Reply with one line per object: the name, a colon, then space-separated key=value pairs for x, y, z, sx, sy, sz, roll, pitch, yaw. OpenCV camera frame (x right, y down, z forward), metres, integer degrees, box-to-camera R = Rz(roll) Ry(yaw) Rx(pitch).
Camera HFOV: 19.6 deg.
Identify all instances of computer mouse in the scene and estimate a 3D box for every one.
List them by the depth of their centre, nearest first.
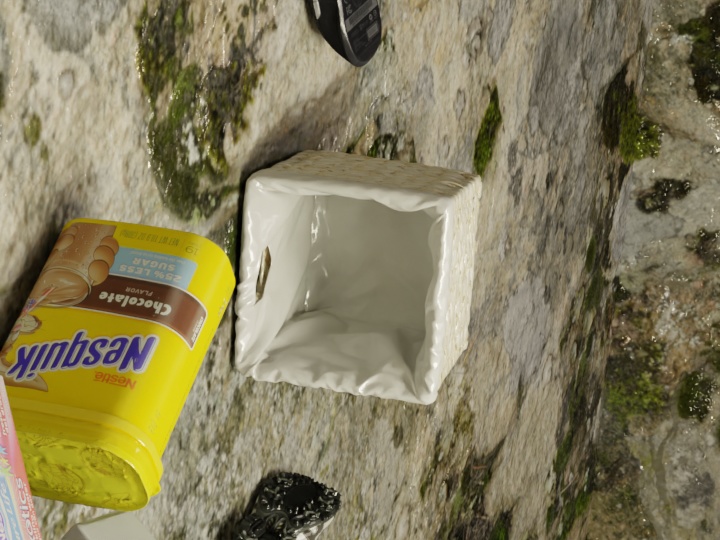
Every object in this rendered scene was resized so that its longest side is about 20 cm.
computer mouse: x=-0.017 y=-0.303 z=1.984 sx=0.140 sy=0.046 sz=0.200 roll=-54 pitch=137 yaw=-44

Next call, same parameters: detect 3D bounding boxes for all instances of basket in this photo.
basket: x=0.000 y=0.000 z=1.951 sx=0.161 sy=0.200 sz=0.198 roll=-42 pitch=138 yaw=-69

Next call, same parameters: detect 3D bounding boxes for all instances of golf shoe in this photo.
golf shoe: x=-0.084 y=0.267 z=2.040 sx=0.200 sy=0.078 sz=0.095 roll=-38 pitch=151 yaw=-61

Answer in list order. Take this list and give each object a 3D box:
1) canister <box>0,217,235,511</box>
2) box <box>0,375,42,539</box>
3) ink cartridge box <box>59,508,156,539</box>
canister: x=-0.188 y=0.063 z=1.512 sx=0.087 sy=0.148 sz=0.200 roll=76 pitch=28 yaw=-49
box: x=-0.260 y=0.169 z=1.294 sx=0.095 sy=0.103 sz=0.200 roll=36 pitch=39 yaw=-77
ink cartridge box: x=-0.198 y=0.290 z=1.464 sx=0.200 sy=0.144 sz=0.084 roll=-48 pitch=166 yaw=16
